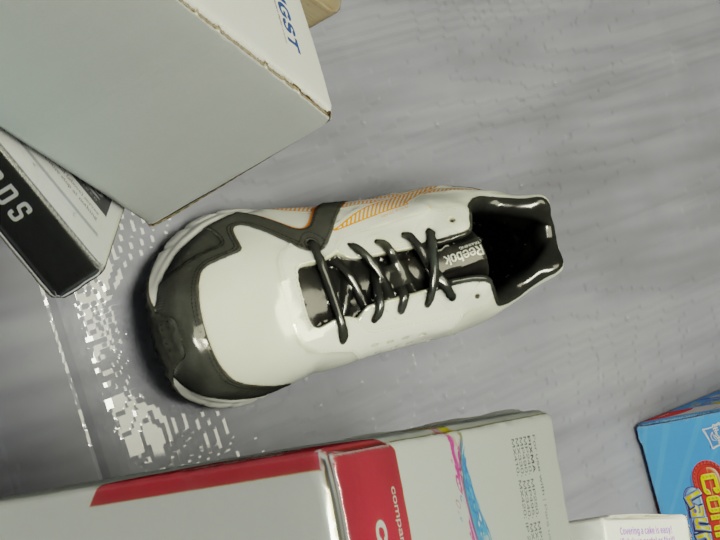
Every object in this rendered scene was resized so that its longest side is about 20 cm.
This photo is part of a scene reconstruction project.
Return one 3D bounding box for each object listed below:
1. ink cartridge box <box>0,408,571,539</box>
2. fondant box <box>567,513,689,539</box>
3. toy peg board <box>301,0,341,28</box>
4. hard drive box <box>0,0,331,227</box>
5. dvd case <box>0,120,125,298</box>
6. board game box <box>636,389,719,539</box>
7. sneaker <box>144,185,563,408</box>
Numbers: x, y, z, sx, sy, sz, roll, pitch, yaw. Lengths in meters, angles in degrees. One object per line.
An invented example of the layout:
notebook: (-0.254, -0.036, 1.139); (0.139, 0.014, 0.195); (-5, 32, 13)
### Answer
ink cartridge box: (-0.028, 0.100, 0.817); (0.200, 0.146, 0.083); (0, 80, -67)
fondant box: (0.060, 0.197, 0.929); (0.058, 0.144, 0.200); (3, 77, -47)
toy peg board: (-0.049, -0.232, 0.935); (0.200, 0.098, 0.199); (33, 43, -38)
hard drive box: (-0.106, -0.127, 0.761); (0.200, 0.077, 0.156); (35, 31, -50)
dvd case: (-0.122, -0.097, 0.833); (0.150, 0.025, 0.200); (52, 21, -21)
board game box: (0.231, 0.142, 1.204); (0.200, 0.056, 0.196); (-17, 92, -49)
sneaker: (0.000, 0.000, 0.969); (0.200, 0.080, 0.074); (-20, 96, -48)
